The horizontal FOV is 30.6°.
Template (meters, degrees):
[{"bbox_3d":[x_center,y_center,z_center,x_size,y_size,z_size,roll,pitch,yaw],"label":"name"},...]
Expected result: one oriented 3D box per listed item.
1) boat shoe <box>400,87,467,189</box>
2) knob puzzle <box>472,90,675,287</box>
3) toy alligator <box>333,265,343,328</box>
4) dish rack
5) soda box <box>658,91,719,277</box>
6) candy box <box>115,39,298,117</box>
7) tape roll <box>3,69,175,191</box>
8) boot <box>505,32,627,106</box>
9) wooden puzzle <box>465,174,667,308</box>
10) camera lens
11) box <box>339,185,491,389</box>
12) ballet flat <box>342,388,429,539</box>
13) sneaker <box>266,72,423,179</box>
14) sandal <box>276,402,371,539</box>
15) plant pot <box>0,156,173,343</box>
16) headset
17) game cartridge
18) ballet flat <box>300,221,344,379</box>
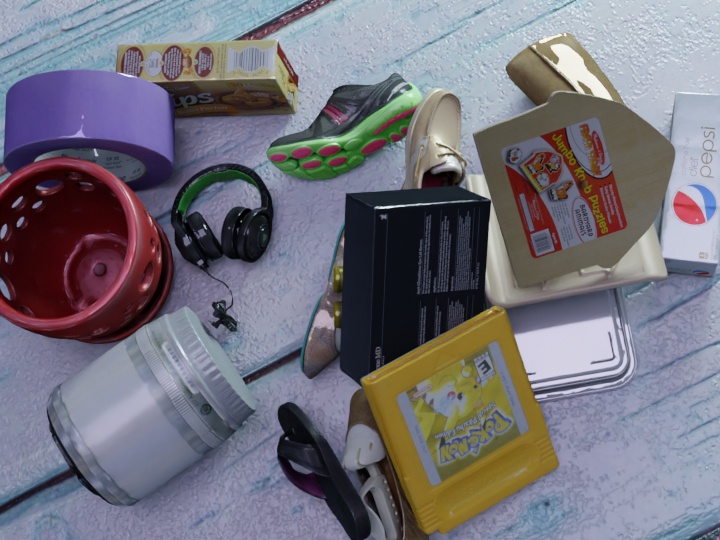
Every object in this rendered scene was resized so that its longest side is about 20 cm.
[{"bbox_3d":[0.092,-0.116,1.534,0.069,0.073,0.201,5,81,54],"label":"boat shoe"},{"bbox_3d":[0.235,-0.097,1.394,0.218,0.030,0.221,-1,103,-3],"label":"knob puzzle"},{"bbox_3d":[0.000,0.000,1.480,0.059,0.054,0.201,1,74,-2],"label":"toy alligator"},{"bbox_3d":[0.217,0.044,1.497,0.171,0.044,0.201,-11,73,7],"label":"dish rack"},{"bbox_3d":[0.380,-0.097,1.495,0.068,0.064,0.201,6,76,12],"label":"soda box"},{"bbox_3d":[-0.185,-0.231,1.599,0.199,0.115,0.056,0,75,10],"label":"candy box"},{"bbox_3d":[-0.320,-0.161,1.560,0.199,0.200,0.085,-3,74,9],"label":"tape roll"},{"bbox_3d":[0.227,-0.174,1.504,0.174,0.066,0.200,-21,54,-21],"label":"boot"},{"bbox_3d":[0.227,-0.043,1.476,0.199,0.046,0.186,-8,55,2],"label":"wooden puzzle"},{"bbox_3d":[-0.239,0.156,1.484,0.200,0.160,0.160,-35,73,0],"label":"camera lens"},{"bbox_3d":[0.056,0.017,1.411,0.140,0.079,0.201,-6,108,-28],"label":"box"},{"bbox_3d":[0.018,0.231,1.446,0.068,0.072,0.201,-18,86,41],"label":"ballet flat"},{"bbox_3d":[-0.020,-0.174,1.588,0.199,0.077,0.084,-23,54,1],"label":"sneaker"},{"bbox_3d":[-0.054,0.220,1.451,0.048,0.076,0.201,-21,45,-20],"label":"sandal"},{"bbox_3d":[-0.325,-0.010,1.531,0.199,0.183,0.202,-2,75,9],"label":"plant pot"},{"bbox_3d":[-0.163,-0.031,1.580,0.123,0.094,0.201,-8,59,12],"label":"headset"},{"bbox_3d":[0.111,0.165,1.410,0.176,0.032,0.201,-27,108,-16],"label":"game cartridge"},{"bbox_3d":[-0.013,0.034,1.524,0.067,0.068,0.201,12,79,21],"label":"ballet flat"}]
